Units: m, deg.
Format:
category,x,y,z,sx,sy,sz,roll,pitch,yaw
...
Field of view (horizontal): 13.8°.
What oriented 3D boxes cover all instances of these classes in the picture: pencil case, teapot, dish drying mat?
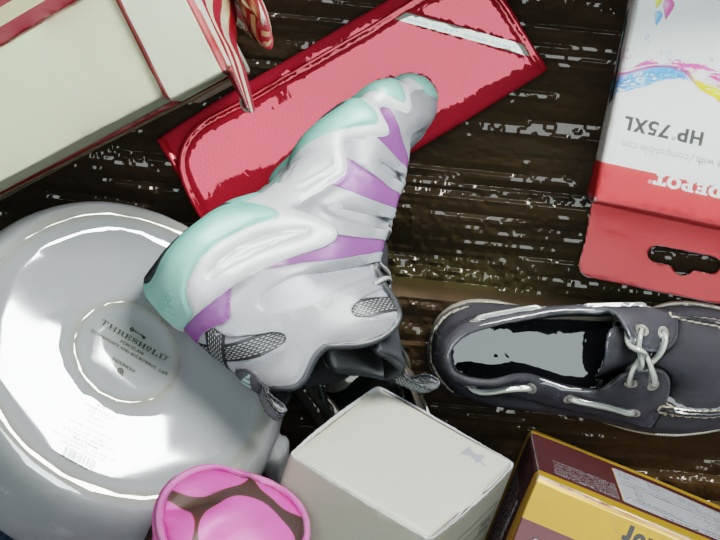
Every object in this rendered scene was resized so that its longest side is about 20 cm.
category,x,y,z,sx,sy,sz,roll,pitch,yaw
pencil case,-0.093,0.193,1.438,0.090,0.094,0.201,27,120,6
teapot,-0.138,0.072,1.525,0.197,0.146,0.201,-16,71,-29
dish drying mat,-0.005,-0.088,1.570,0.199,0.018,0.077,-30,92,3

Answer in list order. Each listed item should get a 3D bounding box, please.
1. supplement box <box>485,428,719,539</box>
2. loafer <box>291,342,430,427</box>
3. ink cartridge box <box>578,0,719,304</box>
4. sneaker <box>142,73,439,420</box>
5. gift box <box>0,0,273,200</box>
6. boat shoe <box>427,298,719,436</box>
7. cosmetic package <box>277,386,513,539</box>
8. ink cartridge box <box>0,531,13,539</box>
category,x,y,z,sx,sy,sz,roll,pitch,yaw
supplement box,0.110,0.204,1.490,0.132,0.200,0.198,22,93,1
loafer,0.007,0.064,1.547,0.072,0.063,0.201,-30,95,-25
ink cartridge box,0.186,-0.083,1.539,0.116,0.067,0.201,11,94,1
sneaker,0.000,0.000,1.499,0.140,0.078,0.200,48,63,2
gift box,-0.153,-0.133,1.487,0.186,0.200,0.185,-28,97,2
boat shoe,0.134,0.051,1.549,0.199,0.063,0.073,5,95,2
cosmetic package,-0.008,0.174,1.498,0.087,0.103,0.201,30,119,17
ink cartridge box,-0.281,0.131,1.527,0.200,0.145,0.085,35,93,0
